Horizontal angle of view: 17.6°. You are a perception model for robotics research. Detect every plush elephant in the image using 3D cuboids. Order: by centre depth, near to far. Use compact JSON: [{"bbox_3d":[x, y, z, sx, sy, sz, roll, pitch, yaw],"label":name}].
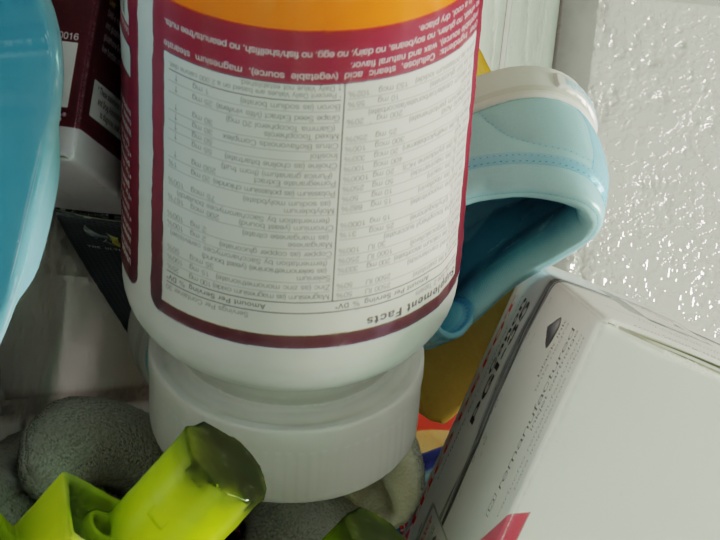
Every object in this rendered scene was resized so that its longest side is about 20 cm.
[{"bbox_3d":[-0.060,0.117,0.817,0.200,0.155,0.165,-64,159,-62],"label":"plush elephant"}]

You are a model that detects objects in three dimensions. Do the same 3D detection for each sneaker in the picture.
[{"bbox_3d":[0.000,0.000,0.845,0.074,0.200,0.082,47,18,-34],"label":"sneaker"}]

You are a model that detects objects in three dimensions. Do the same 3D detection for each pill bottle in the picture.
[{"bbox_3d":[-0.020,-0.033,0.724,0.110,0.109,0.200,-70,166,-55],"label":"pill bottle"}]

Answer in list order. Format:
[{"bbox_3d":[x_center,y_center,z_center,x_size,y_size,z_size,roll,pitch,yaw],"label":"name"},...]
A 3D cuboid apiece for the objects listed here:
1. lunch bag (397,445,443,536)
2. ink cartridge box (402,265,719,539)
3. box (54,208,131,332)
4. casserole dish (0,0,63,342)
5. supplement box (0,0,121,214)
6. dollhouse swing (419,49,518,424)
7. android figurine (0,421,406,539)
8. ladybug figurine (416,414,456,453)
[{"bbox_3d":[0.043,0.152,0.952,0.094,0.200,0.151,-5,-80,62],"label":"lunch bag"},{"bbox_3d":[0.075,0.084,0.807,0.200,0.083,0.147,-116,-130,-84],"label":"ink cartridge box"},{"bbox_3d":[-0.066,-0.081,0.965,0.158,0.051,0.200,73,26,-68],"label":"box"},{"bbox_3d":[-0.129,-0.050,0.591,0.200,0.039,0.121,56,42,-64],"label":"casserole dish"},{"bbox_3d":[-0.091,-0.126,0.746,0.109,0.061,0.200,50,48,-79],"label":"supplement box"},{"bbox_3d":[-0.021,-0.023,0.997,0.182,0.176,0.200,61,13,-21],"label":"dollhouse swing"},{"bbox_3d":[-0.078,0.135,0.712,0.200,0.182,0.041,-48,-150,22],"label":"android figurine"},{"bbox_3d":[0.014,0.085,1.087,0.200,0.135,0.072,-137,-124,-61],"label":"ladybug figurine"}]
